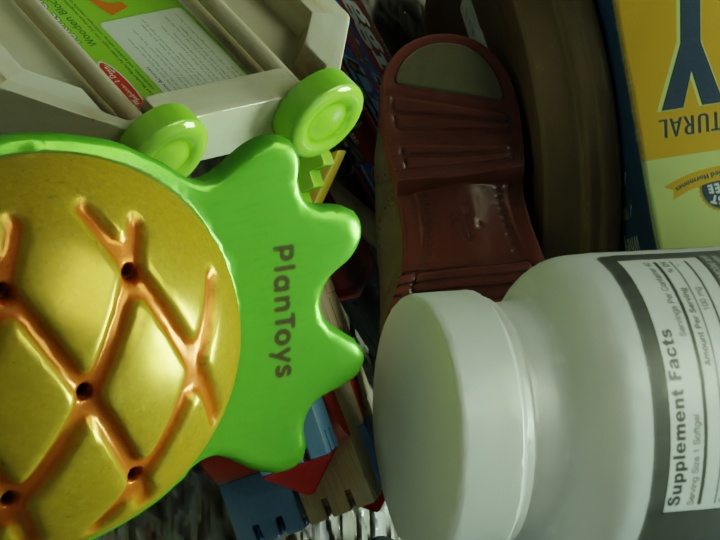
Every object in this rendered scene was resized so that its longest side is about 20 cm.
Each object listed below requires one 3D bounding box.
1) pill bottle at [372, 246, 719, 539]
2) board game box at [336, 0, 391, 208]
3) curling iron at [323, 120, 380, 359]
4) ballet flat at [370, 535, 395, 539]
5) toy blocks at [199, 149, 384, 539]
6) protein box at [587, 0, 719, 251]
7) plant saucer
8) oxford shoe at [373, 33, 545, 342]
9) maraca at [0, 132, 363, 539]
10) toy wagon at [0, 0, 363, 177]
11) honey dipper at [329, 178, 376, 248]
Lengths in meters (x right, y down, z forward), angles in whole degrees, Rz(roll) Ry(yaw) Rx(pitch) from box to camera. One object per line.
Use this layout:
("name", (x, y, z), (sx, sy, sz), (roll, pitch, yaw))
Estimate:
("pill bottle", (0.113, 0.049, 0.946), (0.200, 0.116, 0.116), (-3, 62, -18))
("board game box", (0.007, -0.070, 1.195), (0.200, 0.019, 0.103), (62, 14, 9))
("curling iron", (0.000, 0.000, 1.109), (0.026, 0.050, 0.200), (-40, 128, -25))
("ballet flat", (0.032, 0.177, 1.002), (0.073, 0.073, 0.200), (46, 31, -33))
("toy blocks", (-0.035, 0.037, 0.971), (0.200, 0.100, 0.137), (-19, 89, -83))
("protein box", (0.142, -0.093, 1.098), (0.199, 0.135, 0.200), (144, -63, -77))
("plant saucer", (0.062, -0.063, 1.094), (0.200, 0.029, 0.200), (172, -90, -78))
("oxford shoe", (0.040, 0.012, 1.038), (0.075, 0.070, 0.200), (108, -18, -72))
("maraca", (-0.087, 0.022, 0.829), (0.200, 0.107, 0.137), (-10, 111, -28))
("toy wagon", (-0.100, -0.085, 0.908), (0.200, 0.040, 0.155), (-16, 51, -39))
("honey dipper", (-0.026, -0.046, 1.137), (0.200, 0.038, 0.038), (37, 36, -47))
